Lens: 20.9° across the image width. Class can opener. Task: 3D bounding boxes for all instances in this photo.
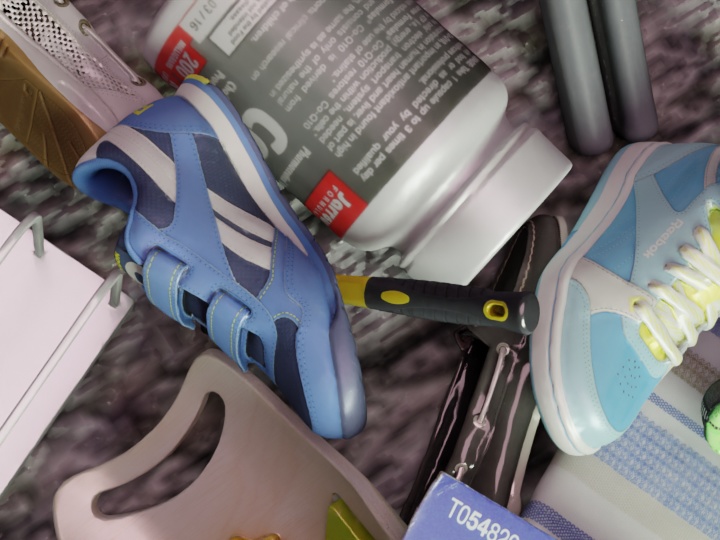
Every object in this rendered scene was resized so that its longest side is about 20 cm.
[{"bbox_3d":[0.115,-0.155,0.997,0.053,0.066,0.200,-15,111,-10],"label":"can opener"}]

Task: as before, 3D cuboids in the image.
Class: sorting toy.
[{"bbox_3d":[-0.060,0.140,0.931,0.200,0.107,0.180,-42,75,17],"label":"sorting toy"}]

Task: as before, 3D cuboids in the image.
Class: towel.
[{"bbox_3d":[0.179,0.098,0.989,0.147,0.024,0.200,35,60,0],"label":"towel"}]

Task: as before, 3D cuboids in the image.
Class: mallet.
[{"bbox_3d":[0.000,0.000,0.936,0.041,0.200,0.066,-1,89,-51],"label":"mallet"}]

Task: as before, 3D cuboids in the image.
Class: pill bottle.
[{"bbox_3d":[0.000,-0.083,0.975,0.200,0.114,0.114,42,78,1],"label":"pill bottle"}]

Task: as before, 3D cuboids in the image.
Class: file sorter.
[{"bbox_3d":[-0.228,0.007,0.926,0.200,0.125,0.139,34,78,0],"label":"file sorter"}]

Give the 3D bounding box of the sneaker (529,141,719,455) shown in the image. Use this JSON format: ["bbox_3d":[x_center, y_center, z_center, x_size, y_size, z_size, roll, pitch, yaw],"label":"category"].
[{"bbox_3d":[0.164,0.003,0.941,0.080,0.130,0.200,54,45,-32],"label":"sneaker"}]

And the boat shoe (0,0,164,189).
[{"bbox_3d":[-0.177,-0.127,0.989,0.200,0.071,0.069,46,52,10],"label":"boat shoe"}]

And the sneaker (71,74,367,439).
[{"bbox_3d":[-0.063,0.003,0.900,0.082,0.074,0.200,-25,61,-17],"label":"sneaker"}]

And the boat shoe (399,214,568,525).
[{"bbox_3d":[0.061,0.064,0.983,0.057,0.067,0.200,14,83,-9],"label":"boat shoe"}]

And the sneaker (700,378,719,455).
[{"bbox_3d":[0.232,0.035,0.988,0.200,0.077,0.084,-27,68,-37],"label":"sneaker"}]

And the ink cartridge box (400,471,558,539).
[{"bbox_3d":[0.062,0.216,0.839,0.200,0.041,0.200,32,83,-30],"label":"ink cartridge box"}]
